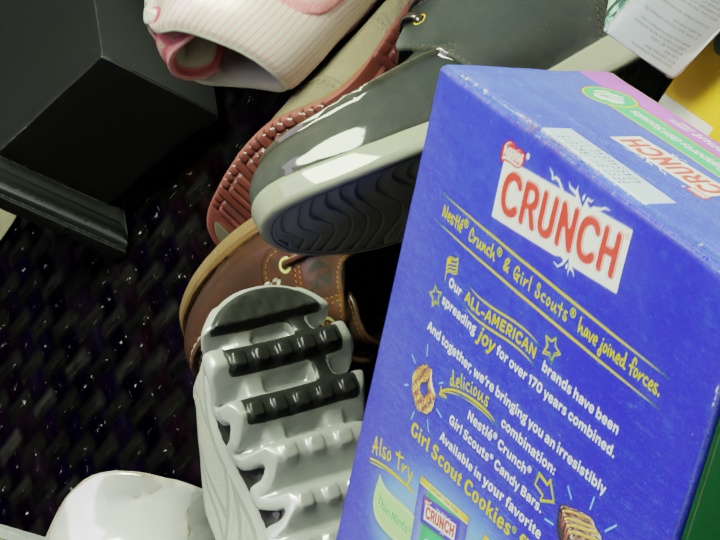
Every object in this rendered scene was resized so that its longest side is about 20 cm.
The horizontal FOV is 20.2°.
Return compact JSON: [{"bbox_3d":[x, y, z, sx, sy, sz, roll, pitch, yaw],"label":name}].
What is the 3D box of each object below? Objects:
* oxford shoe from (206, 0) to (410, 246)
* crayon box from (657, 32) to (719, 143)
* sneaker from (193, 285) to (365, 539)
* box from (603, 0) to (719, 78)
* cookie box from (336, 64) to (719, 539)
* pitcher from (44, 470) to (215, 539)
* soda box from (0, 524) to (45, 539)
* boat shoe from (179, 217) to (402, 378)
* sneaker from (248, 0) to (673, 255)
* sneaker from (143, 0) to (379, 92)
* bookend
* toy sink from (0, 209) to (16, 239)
[{"bbox_3d":[0.010,-0.069,0.870,0.200,0.070,0.075,-38,18,34],"label":"oxford shoe"},{"bbox_3d":[0.180,-0.073,0.661,0.201,0.058,0.119,-57,39,10],"label":"crayon box"},{"bbox_3d":[-0.021,0.110,0.783,0.081,0.075,0.201,135,125,-59],"label":"sneaker"},{"bbox_3d":[0.148,-0.175,0.698,0.144,0.036,0.201,-46,17,39],"label":"box"},{"bbox_3d":[0.075,0.057,0.648,0.171,0.075,0.201,44,129,50],"label":"cookie box"},{"bbox_3d":[-0.106,0.209,0.816,0.201,0.120,0.172,-95,25,-46],"label":"pitcher"},{"bbox_3d":[-0.197,0.215,0.940,0.063,0.068,0.201,6,76,51],"label":"soda box"},{"bbox_3d":[0.000,0.000,0.823,0.200,0.070,0.071,-38,44,31],"label":"boat shoe"},{"bbox_3d":[0.031,-0.086,0.745,0.107,0.199,0.075,58,162,19],"label":"sneaker"},{"bbox_3d":[-0.083,-0.149,0.884,0.200,0.075,0.105,33,86,21],"label":"sneaker"},{"bbox_3d":[-0.103,-0.150,1.006,0.200,0.092,0.200,-38,47,29],"label":"bookend"},{"bbox_3d":[-0.276,-0.032,1.129,0.131,0.112,0.200,-52,35,16],"label":"toy sink"}]
